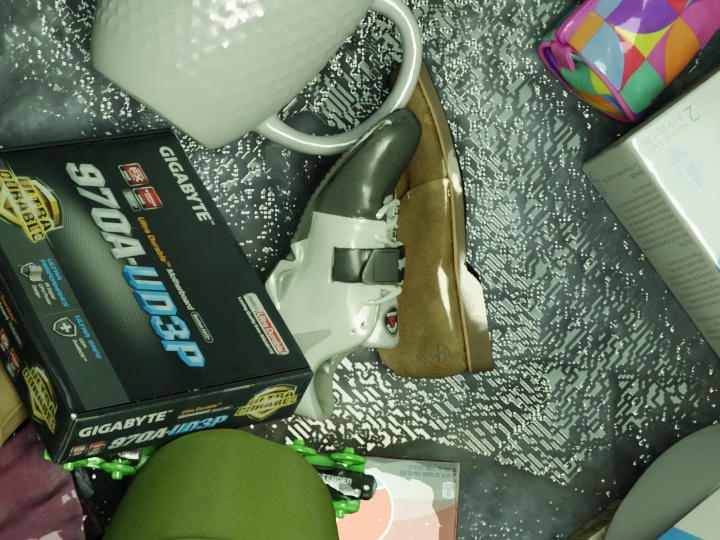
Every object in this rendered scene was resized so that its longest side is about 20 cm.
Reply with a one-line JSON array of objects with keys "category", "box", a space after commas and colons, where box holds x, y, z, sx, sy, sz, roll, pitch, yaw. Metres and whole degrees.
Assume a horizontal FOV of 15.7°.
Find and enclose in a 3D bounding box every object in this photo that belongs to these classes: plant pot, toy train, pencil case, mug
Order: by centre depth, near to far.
[{"category": "plant pot", "box": [-0.080, 0.186, 1.413, 0.199, 0.190, 0.201, 1, 120, 2]}, {"category": "toy train", "box": [-0.090, 0.111, 1.518, 0.199, 0.056, 0.042, 11, 79, -7]}, {"category": "mug", "box": [-0.055, -0.154, 1.559, 0.200, 0.148, 0.176, 35, 89, -9]}, {"category": "pencil case", "box": [0.197, -0.187, 1.624, 0.088, 0.088, 0.200, 39, 83, -4]}]

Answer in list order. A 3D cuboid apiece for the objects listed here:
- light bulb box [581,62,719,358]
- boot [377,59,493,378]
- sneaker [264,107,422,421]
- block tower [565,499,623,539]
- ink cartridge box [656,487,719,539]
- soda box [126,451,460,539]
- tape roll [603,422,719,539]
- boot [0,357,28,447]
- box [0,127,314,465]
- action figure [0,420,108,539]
[{"category": "light bulb box", "box": [0.280, -0.047, 1.607, 0.198, 0.125, 0.200, -37, 91, -8]}, {"category": "boot", "box": [0.031, -0.032, 1.604, 0.075, 0.074, 0.201, -9, 89, 4]}, {"category": "sneaker", "box": [0.000, 0.000, 1.564, 0.088, 0.074, 0.201, 35, 110, 16]}, {"category": "block tower", "box": [0.108, 0.215, 1.603, 0.200, 0.054, 0.058, -34, 92, -9]}, {"category": "ink cartridge box", "box": [0.266, 0.181, 1.502, 0.200, 0.084, 0.146, -36, 117, -20]}, {"category": "soda box", "box": [-0.042, 0.144, 1.582, 0.199, 0.063, 0.070, 5, 84, -7]}, {"category": "tape roll", "box": [0.238, 0.194, 1.577, 0.199, 0.066, 0.201, -7, 104, -31]}, {"category": "boot", "box": [-0.253, 0.077, 1.517, 0.174, 0.200, 0.066, 1, 122, 22]}, {"category": "box", "box": [-0.141, 0.011, 1.510, 0.158, 0.046, 0.200, -9, 53, -33]}, {"category": "action figure", "box": [-0.246, 0.175, 1.551, 0.199, 0.134, 0.149, -24, 123, -4]}]
